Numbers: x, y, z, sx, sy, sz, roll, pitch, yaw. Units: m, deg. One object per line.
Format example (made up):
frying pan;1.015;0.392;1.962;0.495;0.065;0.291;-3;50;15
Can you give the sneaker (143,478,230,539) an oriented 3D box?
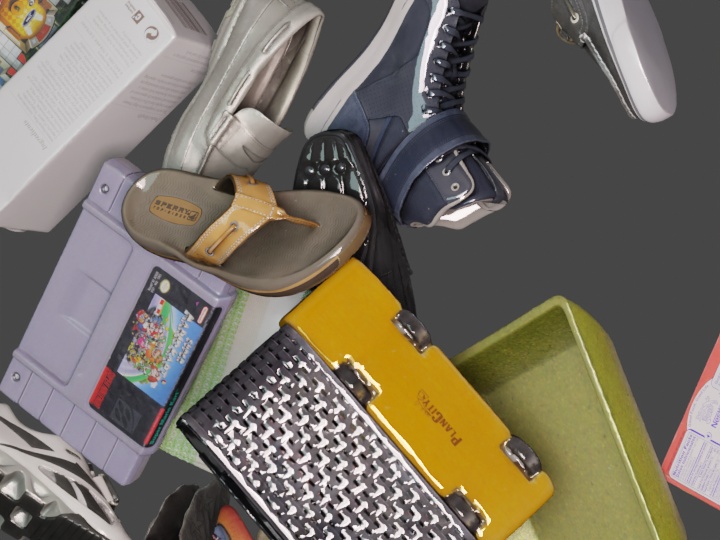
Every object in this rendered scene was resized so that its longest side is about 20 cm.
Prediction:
sneaker;-0.118;0.252;1.631;0.060;0.104;0.202;-13;87;34

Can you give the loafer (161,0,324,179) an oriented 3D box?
loafer;-0.084;-0.103;1.645;0.069;0.070;0.202;22;94;33

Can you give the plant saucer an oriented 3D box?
plant saucer;0.134;0.132;1.530;0.200;0.048;0.201;-35;73;56

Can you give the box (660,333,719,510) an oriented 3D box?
box;0.286;0.066;1.480;0.102;0.094;0.201;27;97;38

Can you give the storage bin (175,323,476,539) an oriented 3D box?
storage bin;-0.021;0.144;1.515;0.094;0.135;0.200;-40;89;-9

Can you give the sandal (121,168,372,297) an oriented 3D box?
sandal;-0.084;-0.037;1.535;0.199;0.055;0.082;17;68;36

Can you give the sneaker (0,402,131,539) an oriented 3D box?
sneaker;-0.205;0.168;1.684;0.200;0.089;0.074;42;129;-7

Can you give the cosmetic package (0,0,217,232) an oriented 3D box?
cosmetic package;-0.199;-0.120;1.676;0.200;0.102;0.074;-41;75;13

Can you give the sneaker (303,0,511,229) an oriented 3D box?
sneaker;0.068;-0.121;1.581;0.146;0.077;0.203;47;113;27

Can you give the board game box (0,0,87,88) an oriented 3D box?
board game box;-0.260;-0.205;1.743;0.105;0.023;0.200;42;102;19

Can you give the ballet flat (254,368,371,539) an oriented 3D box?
ballet flat;-0.029;0.148;1.618;0.069;0.069;0.202;16;97;20

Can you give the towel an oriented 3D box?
towel;-0.127;0.056;1.685;0.199;0.031;0.150;21;93;22

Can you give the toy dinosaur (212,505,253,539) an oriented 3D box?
toy dinosaur;-0.047;0.234;1.554;0.199;0.105;0.183;-17;64;18

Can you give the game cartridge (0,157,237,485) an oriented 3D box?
game cartridge;-0.167;0.038;1.648;0.129;0.038;0.201;37;113;21

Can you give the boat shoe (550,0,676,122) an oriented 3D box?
boat shoe;0.155;-0.184;1.570;0.056;0.068;0.201;-27;73;25

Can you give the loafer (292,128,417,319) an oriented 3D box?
loafer;0.000;0.000;1.585;0.068;0.070;0.202;-4;105;28

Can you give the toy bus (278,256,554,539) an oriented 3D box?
toy bus;0.035;0.087;1.508;0.065;0.078;0.200;-41;90;-11
